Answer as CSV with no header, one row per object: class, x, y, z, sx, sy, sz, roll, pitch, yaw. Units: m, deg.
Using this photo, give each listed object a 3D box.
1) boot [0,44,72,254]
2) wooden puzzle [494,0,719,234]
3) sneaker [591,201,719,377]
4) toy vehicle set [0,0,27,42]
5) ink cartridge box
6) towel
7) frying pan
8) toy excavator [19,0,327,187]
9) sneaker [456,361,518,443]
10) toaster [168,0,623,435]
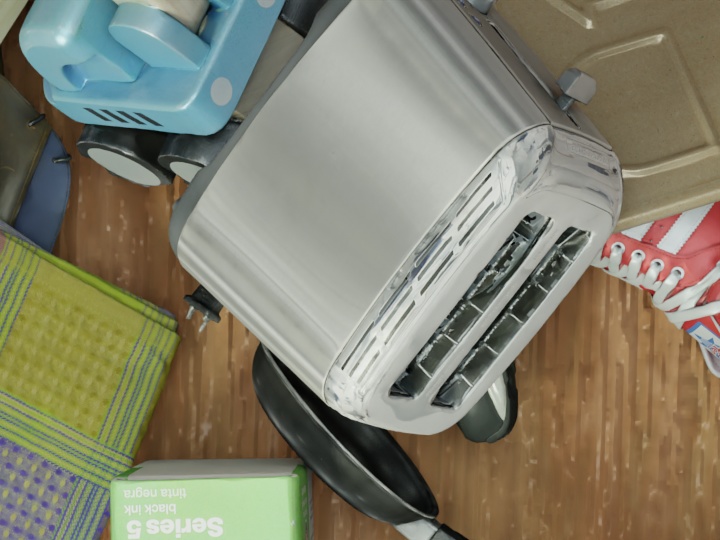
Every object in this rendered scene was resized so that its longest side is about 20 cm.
boot,-0.173,-0.070,1.352,0.097,0.075,0.200,26,77,-26
wooden puzzle,0.138,-0.110,1.309,0.200,0.046,0.185,-19,67,-4
sneaker,0.132,-0.003,1.340,0.200,0.071,0.113,0,86,-3
toy vehicle set,-0.184,-0.177,1.318,0.124,0.027,0.200,24,75,23
ink cartridge box,-0.062,0.186,1.295,0.084,0.146,0.200,-1,89,1
towel,-0.167,0.077,1.297,0.144,0.023,0.200,30,72,-30
frying pan,0.016,0.097,1.328,0.031,0.115,0.190,-43,110,8
toy excavator,-0.096,-0.116,1.244,0.200,0.194,0.100,34,74,-38
sneaker,0.000,0.000,1.345,0.085,0.074,0.200,-33,81,5
toaster,0.014,-0.021,1.231,0.200,0.114,0.129,-51,59,12
